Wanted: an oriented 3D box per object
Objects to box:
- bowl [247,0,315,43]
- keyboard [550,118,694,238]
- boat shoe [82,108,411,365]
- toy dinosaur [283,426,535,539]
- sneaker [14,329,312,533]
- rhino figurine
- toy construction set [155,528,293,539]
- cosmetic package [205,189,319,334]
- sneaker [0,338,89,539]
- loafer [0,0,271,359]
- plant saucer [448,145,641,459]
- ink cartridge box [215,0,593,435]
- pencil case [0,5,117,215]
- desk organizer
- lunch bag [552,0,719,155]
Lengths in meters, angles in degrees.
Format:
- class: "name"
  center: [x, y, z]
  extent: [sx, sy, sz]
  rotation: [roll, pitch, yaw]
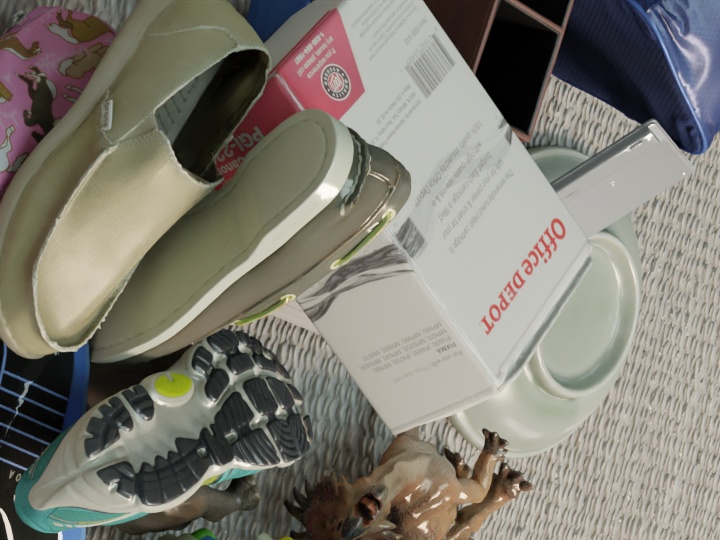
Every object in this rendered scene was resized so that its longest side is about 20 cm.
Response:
- class: "bowl"
  center: [0.018, -0.129, 1.503]
  extent: [0.200, 0.039, 0.202]
  rotation: [-14, 110, -45]
- class: "keyboard"
  center: [0.101, -0.021, 1.546]
  extent: [0.200, 0.011, 0.056]
  rotation: [-33, 141, 14]
- class: "boat shoe"
  center: [-0.060, -0.005, 1.282]
  extent: [0.060, 0.201, 0.072]
  rotation: [23, 45, -38]
- class: "toy dinosaur"
  center: [0.024, 0.148, 1.549]
  extent: [0.136, 0.086, 0.200]
  rotation: [-52, 143, -18]
- class: "sneaker"
  center: [-0.098, 0.084, 1.323]
  extent: [0.200, 0.080, 0.078]
  rotation: [-15, 77, -55]
- class: "rhino figurine"
  center: [-0.114, 0.048, 1.386]
  extent: [0.087, 0.060, 0.201]
  rotation: [-22, 112, -32]
- class: "toy construction set"
  center: [-0.088, 0.226, 1.403]
  extent: [0.092, 0.131, 0.201]
  rotation: [-6, 103, -46]
- class: "cosmetic package"
  center: [0.000, 0.000, 1.460]
  extent: [0.200, 0.082, 0.051]
  rotation: [24, 51, -42]
- class: "sneaker"
  center: [-0.183, 0.070, 1.308]
  extent: [0.078, 0.070, 0.201]
  rotation: [-19, 112, -45]
- class: "loafer"
  center: [-0.108, -0.046, 1.243]
  extent: [0.076, 0.068, 0.201]
  rotation: [36, 78, -53]
- class: "plant saucer"
  center: [0.124, 0.023, 1.648]
  extent: [0.200, 0.050, 0.201]
  rotation: [-13, 108, -45]
- class: "ink cartridge box"
  center: [0.018, -0.039, 1.366]
  extent: [0.200, 0.085, 0.146]
  rotation: [53, 39, -11]
- class: "pencil case"
  center: [-0.196, -0.056, 1.255]
  extent: [0.200, 0.086, 0.083]
  rotation: [-33, 144, -39]
- class: "desk organizer"
  center: [0.076, -0.178, 1.468]
  extent: [0.072, 0.077, 0.201]
  rotation: [24, 81, -48]
- class: "lunch bag"
  center: [0.176, -0.178, 1.553]
  extent: [0.132, 0.200, 0.136]
  rotation: [-40, 133, -12]
